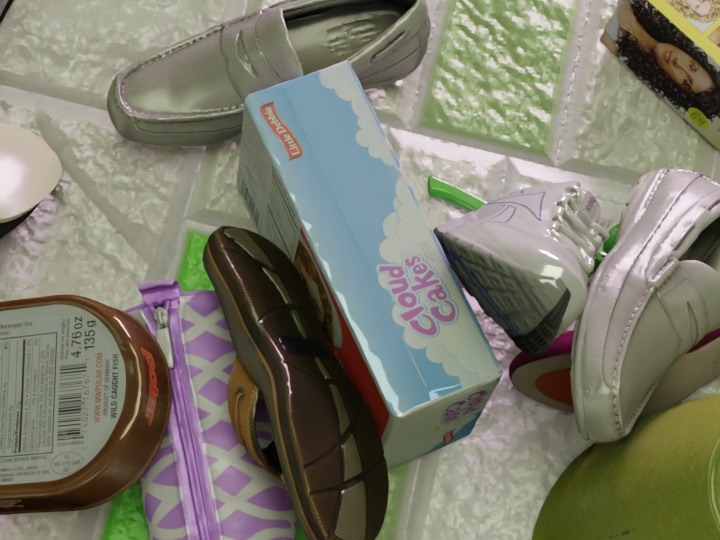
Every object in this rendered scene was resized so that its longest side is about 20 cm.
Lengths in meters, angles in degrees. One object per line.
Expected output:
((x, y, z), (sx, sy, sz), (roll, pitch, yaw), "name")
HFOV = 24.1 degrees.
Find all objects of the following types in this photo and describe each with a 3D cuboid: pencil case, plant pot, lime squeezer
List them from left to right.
((-0.082, 0.104, 0.914), (0.083, 0.086, 0.201), (-14, 71, -2), "pencil case")
((0.141, -0.023, 1.017), (0.199, 0.038, 0.071), (0, 37, -4), "lime squeezer")
((0.194, 0.139, 0.863), (0.186, 0.200, 0.188), (2, 69, -4), "plant pot")

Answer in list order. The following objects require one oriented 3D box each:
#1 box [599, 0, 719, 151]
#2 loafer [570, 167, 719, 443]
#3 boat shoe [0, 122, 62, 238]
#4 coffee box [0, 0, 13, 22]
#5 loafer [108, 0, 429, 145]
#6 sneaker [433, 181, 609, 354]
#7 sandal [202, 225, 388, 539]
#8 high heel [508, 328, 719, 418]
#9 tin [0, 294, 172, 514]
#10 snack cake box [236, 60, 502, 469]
((0.240, -0.106, 1.031), (0.200, 0.075, 0.050), (44, 69, 13), "box")
((0.163, 0.015, 0.910), (0.069, 0.070, 0.200), (7, 45, 24), "loafer")
((-0.245, -0.026, 0.935), (0.074, 0.063, 0.201), (41, 38, 7), "boat shoe")
((-0.280, -0.156, 1.000), (0.114, 0.080, 0.201), (23, 69, 4), "coffee box")
((-0.054, -0.128, 1.006), (0.199, 0.070, 0.070), (-20, 72, -12), "loafer")
((0.092, -0.015, 0.896), (0.087, 0.200, 0.075), (-33, 101, 2), "sneaker")
((-0.044, 0.066, 0.885), (0.055, 0.082, 0.201), (-40, 61, 24), "sandal")
((0.181, 0.030, 0.991), (0.199, 0.068, 0.096), (-2, 46, -5), "high heel")
((-0.197, 0.072, 0.901), (0.199, 0.042, 0.113), (-7, 68, 19), "tin")
((0.000, 0.000, 0.945), (0.067, 0.115, 0.201), (-21, 72, -15), "snack cake box")
